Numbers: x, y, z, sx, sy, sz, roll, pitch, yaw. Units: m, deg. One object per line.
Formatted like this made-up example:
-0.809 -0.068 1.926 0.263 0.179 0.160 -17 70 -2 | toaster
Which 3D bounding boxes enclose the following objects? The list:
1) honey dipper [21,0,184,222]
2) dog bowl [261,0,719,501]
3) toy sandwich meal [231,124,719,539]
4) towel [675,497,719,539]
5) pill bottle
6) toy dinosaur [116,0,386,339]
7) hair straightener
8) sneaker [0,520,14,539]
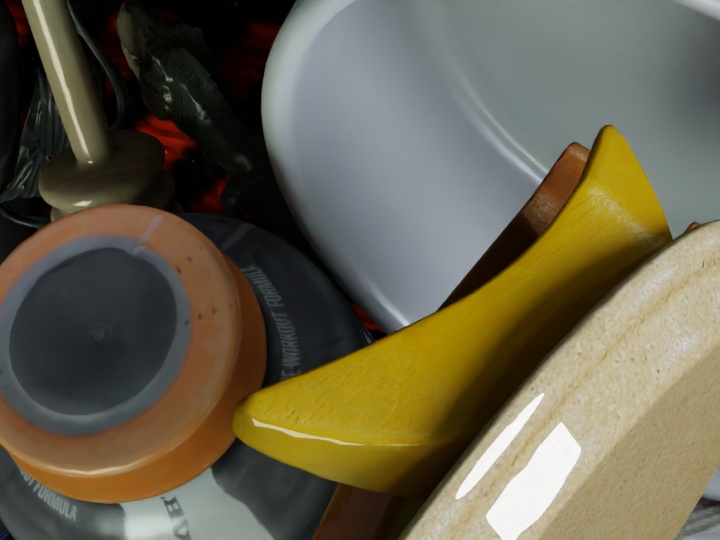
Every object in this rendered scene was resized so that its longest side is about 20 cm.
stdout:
-0.087 -0.076 0.799 0.038 0.038 0.200 5 126 34 | honey dipper
0.081 -0.032 0.721 0.200 0.079 0.200 20 147 14 | dog bowl
0.017 0.052 0.635 0.070 0.205 0.205 36 151 16 | toy sandwich meal
0.143 0.069 0.779 0.200 0.147 0.024 2 99 39 | towel
-0.037 0.051 0.795 0.106 0.106 0.200 15 164 21 | pill bottle
0.000 0.000 0.867 0.200 0.047 0.088 31 142 -9 | toy dinosaur
-0.099 -0.040 0.902 0.077 0.041 0.200 28 144 1 | hair straightener
-0.099 0.055 0.972 0.070 0.078 0.200 35 156 -12 | sneaker
